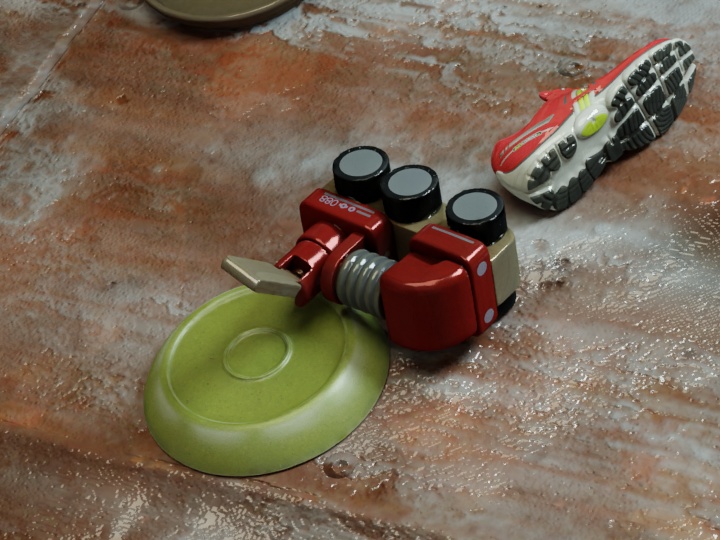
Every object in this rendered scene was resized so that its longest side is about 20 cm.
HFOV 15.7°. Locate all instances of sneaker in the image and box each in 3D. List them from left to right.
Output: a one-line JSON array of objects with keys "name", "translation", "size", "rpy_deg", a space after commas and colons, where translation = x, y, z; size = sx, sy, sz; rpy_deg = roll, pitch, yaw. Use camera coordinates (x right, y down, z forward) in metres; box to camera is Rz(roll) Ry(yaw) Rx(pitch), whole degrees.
[{"name": "sneaker", "translation": [0.186, -0.133, 2.117], "size": [0.200, 0.077, 0.085], "rpy_deg": [-36, 41, -19]}]

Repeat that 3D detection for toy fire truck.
[{"name": "toy fire truck", "translation": [0.000, 0.000, 1.985], "size": [0.175, 0.129, 0.200], "rpy_deg": [22, 49, 34]}]

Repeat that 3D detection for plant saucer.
[{"name": "plant saucer", "translation": [-0.110, -0.288, 2.404], "size": [0.199, 0.030, 0.201], "rpy_deg": [-9, 45, 9]}, {"name": "plant saucer", "translation": [-0.077, 0.073, 2.027], "size": [0.199, 0.031, 0.201], "rpy_deg": [-9, 45, 9]}]
